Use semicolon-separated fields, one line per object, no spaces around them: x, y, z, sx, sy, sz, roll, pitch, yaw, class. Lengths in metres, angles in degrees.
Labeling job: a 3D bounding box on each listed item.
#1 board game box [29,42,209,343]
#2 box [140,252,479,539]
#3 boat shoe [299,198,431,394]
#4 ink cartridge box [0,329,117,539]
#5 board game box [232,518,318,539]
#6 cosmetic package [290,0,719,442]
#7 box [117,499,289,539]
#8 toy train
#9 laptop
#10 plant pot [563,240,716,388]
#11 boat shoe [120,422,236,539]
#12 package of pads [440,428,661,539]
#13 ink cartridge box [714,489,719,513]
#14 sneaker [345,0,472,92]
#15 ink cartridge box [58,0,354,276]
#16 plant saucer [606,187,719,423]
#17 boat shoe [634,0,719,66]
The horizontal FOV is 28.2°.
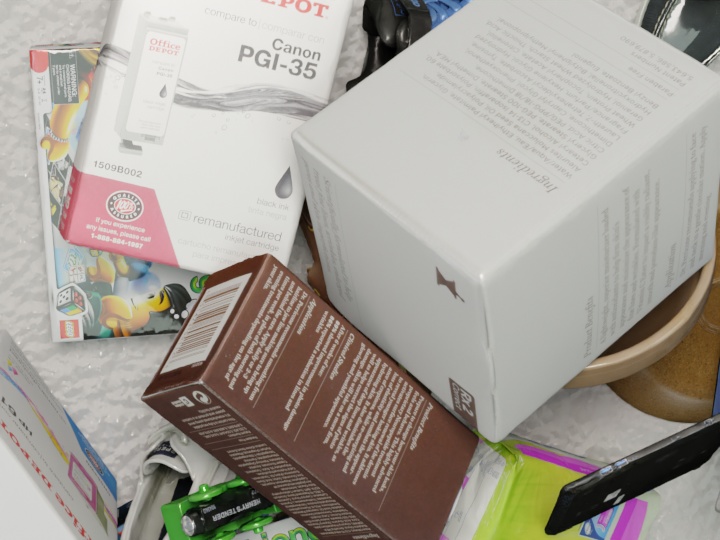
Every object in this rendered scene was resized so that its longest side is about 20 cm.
-0.154;-0.054;0.975;0.126;0.035;0.201;-4;103;-9;board game box
-0.026;0.092;0.887;0.200;0.075;0.100;42;55;-23;box
0.000;0.000;1.001;0.067;0.072;0.201;-15;101;25;boat shoe
-0.227;0.140;0.921;0.084;0.200;0.145;-33;106;0;ink cartridge box
-0.050;0.237;0.973;0.199;0.035;0.127;-17;61;-6;board game box
0.092;-0.043;0.869;0.200;0.165;0.165;-37;145;-20;cosmetic package
-0.079;0.197;1.042;0.199;0.038;0.137;-29;105;-2;box
-0.043;0.140;0.945;0.199;0.056;0.042;-15;87;-42;toy train
0.195;0.076;0.937;0.199;0.177;0.104;-24;71;-4;laptop
0.141;0.007;0.986;0.200;0.201;0.093;-21;143;-4;plant pot
-0.113;0.134;0.958;0.065;0.073;0.201;41;49;-40;boat shoe
0.111;0.224;1.047;0.154;0.068;0.201;20;98;-30;package of pads
0.305;0.051;0.967;0.043;0.173;0.201;21;119;26;ink cartridge box
0.064;-0.174;0.962;0.111;0.077;0.200;24;104;-23;sneaker
-0.099;-0.105;0.913;0.146;0.083;0.201;12;99;-12;ink cartridge box
0.262;0.023;1.061;0.199;0.035;0.201;-2;103;-9;plant saucer
0.260;-0.211;0.996;0.075;0.060;0.200;29;96;-14;boat shoe
